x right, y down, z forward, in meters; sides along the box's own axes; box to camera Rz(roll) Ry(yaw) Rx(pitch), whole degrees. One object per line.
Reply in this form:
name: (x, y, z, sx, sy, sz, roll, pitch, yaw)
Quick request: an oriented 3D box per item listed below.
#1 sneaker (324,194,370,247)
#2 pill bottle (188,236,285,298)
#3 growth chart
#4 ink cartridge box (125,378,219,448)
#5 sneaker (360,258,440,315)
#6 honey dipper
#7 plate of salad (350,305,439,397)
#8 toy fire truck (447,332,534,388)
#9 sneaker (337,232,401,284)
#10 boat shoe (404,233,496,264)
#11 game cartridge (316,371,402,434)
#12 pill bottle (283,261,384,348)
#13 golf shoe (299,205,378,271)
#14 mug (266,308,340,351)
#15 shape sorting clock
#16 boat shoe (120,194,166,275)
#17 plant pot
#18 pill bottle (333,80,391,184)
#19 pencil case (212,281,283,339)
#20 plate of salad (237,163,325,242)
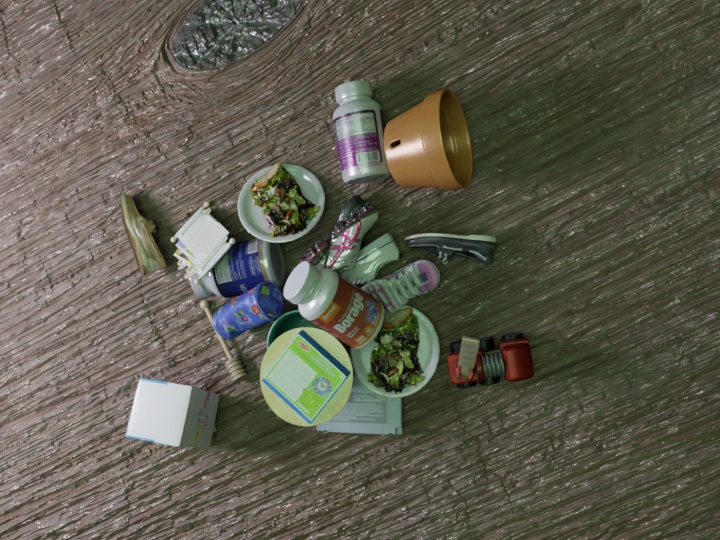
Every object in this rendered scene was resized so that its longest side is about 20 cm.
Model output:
sneaker: (-0.036, -0.064, 1.426, 0.079, 0.075, 0.202, 33, 97, 6)
pill bottle: (-0.276, -0.003, 1.451, 0.196, 0.116, 0.118, -11, 89, 11)
growth chart: (-0.358, -0.062, 1.445, 0.145, 0.018, 0.200, -44, 47, -2)
ink cartridge box: (-0.409, 0.325, 1.454, 0.126, 0.200, 0.128, 6, 75, 10)
sneaker: (0.089, 0.031, 1.404, 0.198, 0.089, 0.081, -25, 99, 24)
honey dipper: (-0.322, 0.158, 1.505, 0.038, 0.038, 0.203, -28, 85, 10)
plate of salad: (0.072, 0.170, 1.400, 0.196, 0.048, 0.204, -3, 75, 10)
toy fire truck: (0.260, 0.179, 1.312, 0.172, 0.200, 0.132, -9, 90, 11)
sneaker: (0.000, 0.000, 1.421, 0.198, 0.073, 0.071, -34, 82, 9)
boat shoe: (0.190, -0.045, 1.386, 0.196, 0.073, 0.064, 2, 89, 6)
game cartridge: (-0.002, 0.295, 1.449, 0.196, 0.040, 0.136, 1, 95, 10)
pill bottle: (-0.055, 0.068, 1.322, 0.199, 0.112, 0.113, 34, 98, -27)
golf shoe: (-0.030, -0.053, 1.368, 0.199, 0.073, 0.092, -41, 103, 8)
mug: (-0.116, 0.175, 1.427, 0.149, 0.114, 0.189, -9, 90, 10)
shape sorting clock: (-0.112, 0.220, 1.348, 0.196, 0.039, 0.205, 0, 89, 8)
boat shoe: (-0.513, -0.089, 1.525, 0.064, 0.071, 0.203, -17, 79, -24)
plant pot: (0.137, -0.257, 1.341, 0.138, 0.199, 0.204, -9, 90, 28)
pill bottle: (0.000, -0.296, 1.394, 0.110, 0.112, 0.204, -9, 89, 10)
pencil case: (-0.244, 0.091, 1.424, 0.087, 0.079, 0.199, 45, 136, -19)
plate of salad: (-0.176, -0.156, 1.430, 0.196, 0.048, 0.204, -1, 64, 2)
